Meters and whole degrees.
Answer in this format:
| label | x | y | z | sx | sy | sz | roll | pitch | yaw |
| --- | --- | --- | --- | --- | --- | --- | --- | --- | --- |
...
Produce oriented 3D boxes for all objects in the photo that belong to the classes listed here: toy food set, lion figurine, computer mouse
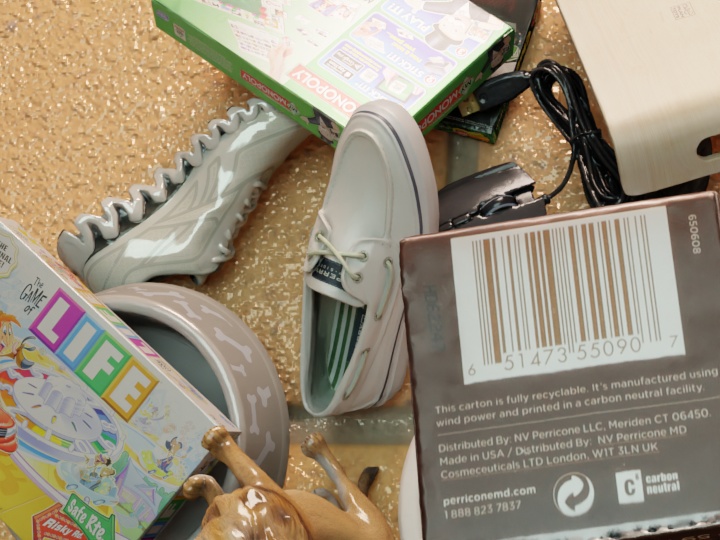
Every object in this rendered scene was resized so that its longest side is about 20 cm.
| label | x | y | z | sx | sy | sz | roll | pitch | yaw |
| --- | --- | --- | --- | --- | --- | --- | --- | --- | --- |
| toy food set | 0.202 | -0.139 | 1.270 | 0.142 | 0.061 | 0.201 | -16 | 49 | 0 |
| lion figurine | -0.030 | 0.152 | 1.182 | 0.123 | 0.199 | 0.073 | 46 | 120 | 35 |
| computer mouse | 0.066 | -0.051 | 1.283 | 0.199 | 0.046 | 0.142 | -29 | 59 | 20 |

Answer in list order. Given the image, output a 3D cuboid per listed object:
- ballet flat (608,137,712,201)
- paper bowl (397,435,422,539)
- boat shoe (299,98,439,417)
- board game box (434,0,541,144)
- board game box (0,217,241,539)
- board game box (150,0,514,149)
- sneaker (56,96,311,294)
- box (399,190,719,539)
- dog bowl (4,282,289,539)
| label | x | y | z | sx | sy | sz | roll | pitch | yaw |
| --- | --- | --- | --- | --- | --- | --- | --- | --- | --- |
| ballet flat | 0.165 | -0.005 | 1.274 | 0.066 | 0.057 | 0.201 | 28 | 84 | -9 |
| paper bowl | 0.127 | 0.145 | 1.193 | 0.198 | 0.104 | 0.203 | -4 | 70 | 12 |
| boat shoe | 0.000 | 0.000 | 1.233 | 0.073 | 0.067 | 0.202 | 19 | 119 | 36 |
| board game box | 0.013 | -0.157 | 1.368 | 0.198 | 0.023 | 0.106 | 16 | 79 | 18 |
| board game box | -0.188 | 0.083 | 1.241 | 0.200 | 0.034 | 0.135 | 41 | 96 | 15 |
| board game box | -0.019 | -0.157 | 1.321 | 0.199 | 0.029 | 0.134 | 36 | 63 | 25 |
| sneaker | -0.099 | -0.042 | 1.337 | 0.199 | 0.075 | 0.081 | -36 | 78 | 5 |
| box | 0.121 | 0.077 | 1.054 | 0.164 | 0.200 | 0.166 | -9 | 71 | 11 |
| dog bowl | -0.146 | 0.105 | 1.275 | 0.198 | 0.059 | 0.202 | -2 | 84 | 16 |
